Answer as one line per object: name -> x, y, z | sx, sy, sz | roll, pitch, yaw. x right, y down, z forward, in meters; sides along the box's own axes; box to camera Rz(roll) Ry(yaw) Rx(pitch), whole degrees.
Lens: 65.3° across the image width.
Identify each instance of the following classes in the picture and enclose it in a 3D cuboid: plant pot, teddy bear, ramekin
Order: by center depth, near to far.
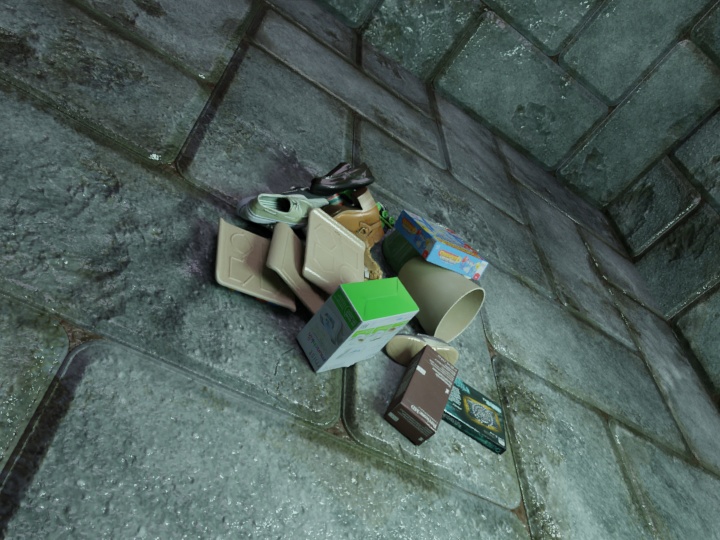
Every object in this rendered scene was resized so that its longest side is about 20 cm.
teddy bear -> 0.000, 0.000, 1.445 | 0.143, 0.067, 0.202 | -13, 66, -42
plant pot -> 0.195, 0.060, 1.489 | 0.185, 0.190, 0.200 | -3, 39, -49
ramekin -> 0.169, -0.057, 1.651 | 0.198, 0.098, 0.202 | 28, 34, -21

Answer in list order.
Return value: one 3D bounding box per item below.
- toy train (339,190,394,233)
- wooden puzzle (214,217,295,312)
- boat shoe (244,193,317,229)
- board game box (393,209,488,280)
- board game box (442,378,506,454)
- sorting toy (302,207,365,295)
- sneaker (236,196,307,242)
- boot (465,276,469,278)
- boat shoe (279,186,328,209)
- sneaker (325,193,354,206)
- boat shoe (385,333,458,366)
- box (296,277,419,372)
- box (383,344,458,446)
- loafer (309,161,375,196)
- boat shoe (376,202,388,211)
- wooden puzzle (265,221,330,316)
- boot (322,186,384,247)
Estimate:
toy train -> 0.020, -0.174, 1.573 | 0.199, 0.041, 0.057 | 40, 66, -26
wooden puzzle -> -0.229, -0.005, 1.211 | 0.198, 0.046, 0.187 | 27, 35, -31
boat shoe -> -0.171, -0.140, 1.303 | 0.197, 0.062, 0.074 | -5, 75, -43
board game box -> 0.215, -0.070, 1.514 | 0.197, 0.057, 0.196 | 19, 20, -34
board game box -> 0.264, 0.335, 1.346 | 0.198, 0.028, 0.136 | 34, 32, -12
sorting toy -> -0.062, -0.026, 1.319 | 0.184, 0.036, 0.203 | 35, 41, -32
sneaker -> -0.202, -0.120, 1.347 | 0.197, 0.073, 0.072 | 13, 38, -38
boot -> 0.309, -0.003, 1.734 | 0.074, 0.108, 0.201 | 33, 31, -8
boat shoe -> -0.160, -0.186, 1.459 | 0.198, 0.074, 0.061 | -11, 62, -55
sneaker -> -0.041, -0.188, 1.629 | 0.095, 0.069, 0.200 | 69, 23, -6
boat shoe -> 0.143, 0.189, 1.361 | 0.196, 0.073, 0.065 | 11, 16, -22
box -> -0.003, 0.114, 1.182 | 0.198, 0.177, 0.098 | -7, 55, -50
box -> 0.136, 0.267, 1.228 | 0.100, 0.075, 0.201 | 38, 40, -2
loafer -> -0.054, -0.244, 1.474 | 0.197, 0.072, 0.073 | -16, 88, -38
boat shoe -> 0.042, -0.173, 1.689 | 0.074, 0.061, 0.199 | 46, 32, 9
wooden puzzle -> -0.133, 0.007, 1.259 | 0.200, 0.037, 0.186 | 48, 22, -27
boot -> -0.029, -0.110, 1.511 | 0.074, 0.198, 0.157 | 46, -16, 56
